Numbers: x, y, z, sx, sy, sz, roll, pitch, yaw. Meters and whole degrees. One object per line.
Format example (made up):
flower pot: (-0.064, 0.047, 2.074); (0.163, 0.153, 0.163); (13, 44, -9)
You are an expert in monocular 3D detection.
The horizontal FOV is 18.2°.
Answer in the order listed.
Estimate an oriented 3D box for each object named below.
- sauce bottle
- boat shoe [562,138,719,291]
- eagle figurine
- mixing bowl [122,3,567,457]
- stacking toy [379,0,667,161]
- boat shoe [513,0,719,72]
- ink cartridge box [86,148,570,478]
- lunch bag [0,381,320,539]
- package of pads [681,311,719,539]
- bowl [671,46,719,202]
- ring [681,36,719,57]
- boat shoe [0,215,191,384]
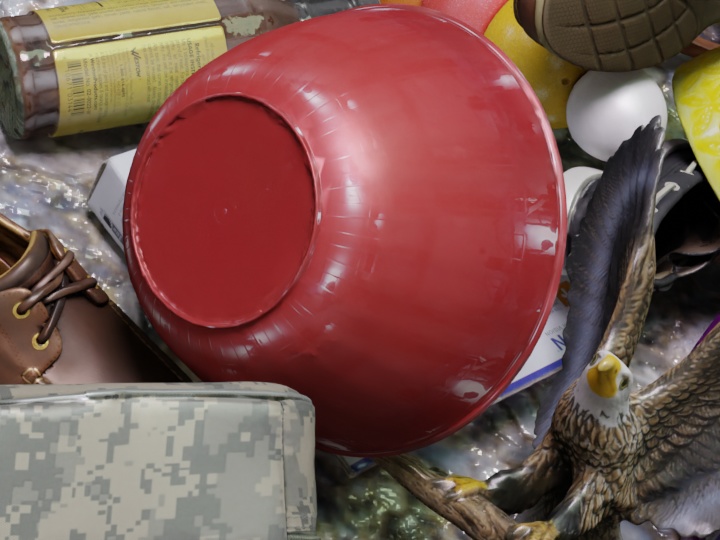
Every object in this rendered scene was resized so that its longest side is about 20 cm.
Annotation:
sauce bottle: (-0.084, -0.109, 1.122); (0.200, 0.065, 0.065); (-9, 56, -22)
boat shoe: (0.159, -0.026, 1.144); (0.060, 0.074, 0.200); (17, 11, 28)
eagle figurine: (0.119, 0.053, 0.986); (0.200, 0.151, 0.152); (-46, 102, -15)
mixing bowl: (-0.025, -0.020, 0.939); (0.108, 0.200, 0.200); (5, 45, -56)
stacking toy: (0.090, -0.121, 1.148); (0.146, 0.146, 0.200); (-4, 38, -29)
boat shoe: (0.138, -0.148, 1.095); (0.068, 0.072, 0.200); (27, 35, 37)
ink cartridge box: (0.000, 0.000, 1.102); (0.200, 0.041, 0.200); (-22, 65, -39)
lunch bag: (-0.120, 0.132, 0.863); (0.200, 0.139, 0.168); (2, 80, -26)
package of pads: (0.202, 0.109, 1.052); (0.076, 0.121, 0.200); (12, 49, -17)
bowl: (0.265, -0.055, 1.174); (0.200, 0.108, 0.200); (42, 26, -26)
ring: (0.234, -0.133, 1.244); (0.200, 0.200, 0.019); (15, 87, -14)
boat shoe: (-0.150, 0.021, 0.981); (0.200, 0.068, 0.072); (35, 45, 5)
